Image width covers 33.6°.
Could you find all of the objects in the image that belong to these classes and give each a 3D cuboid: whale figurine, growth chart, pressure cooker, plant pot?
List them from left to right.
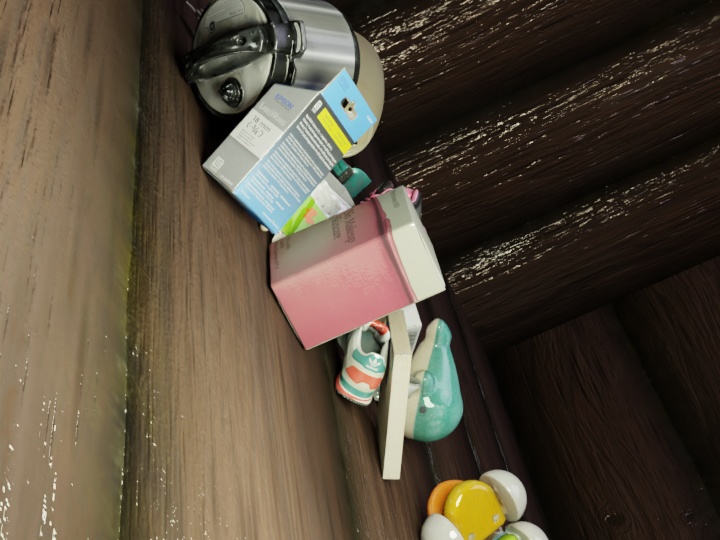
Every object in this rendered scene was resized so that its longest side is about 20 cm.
[{"bbox_3d":[-0.119,-0.271,1.523,0.200,0.176,0.179,-4,43,-47],"label":"pressure cooker"},{"bbox_3d":[-0.040,-0.045,1.641,0.200,0.018,0.145,40,59,-22],"label":"growth chart"},{"bbox_3d":[-0.042,-0.257,1.836,0.188,0.187,0.200,61,7,-29],"label":"plant pot"},{"bbox_3d":[0.125,0.182,1.941,0.159,0.103,0.201,46,58,-78],"label":"whale figurine"}]

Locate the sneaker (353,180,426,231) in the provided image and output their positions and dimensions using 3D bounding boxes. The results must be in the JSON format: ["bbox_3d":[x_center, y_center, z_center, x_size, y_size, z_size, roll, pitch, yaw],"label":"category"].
[{"bbox_3d":[0.019,-0.086,1.760,0.200,0.079,0.096,-7,106,-44],"label":"sneaker"}]

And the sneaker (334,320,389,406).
[{"bbox_3d":[0.013,0.096,1.650,0.070,0.094,0.200,25,29,-12],"label":"sneaker"}]

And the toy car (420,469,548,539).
[{"bbox_3d":[0.167,0.400,1.762,0.150,0.175,0.200,-11,-73,61],"label":"toy car"}]

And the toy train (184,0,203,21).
[{"bbox_3d":[-0.159,-0.325,1.718,0.200,0.115,0.085,56,35,-52],"label":"toy train"}]

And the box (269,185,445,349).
[{"bbox_3d":[-0.007,-0.005,1.534,0.128,0.199,0.109,-101,166,-63],"label":"box"}]

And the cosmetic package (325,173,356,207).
[{"bbox_3d":[-0.072,-0.137,1.838,0.200,0.051,0.083,48,-4,42],"label":"cosmetic package"}]

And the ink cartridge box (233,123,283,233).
[{"bbox_3d":[-0.142,-0.163,1.682,0.198,0.043,0.200,-104,169,-51],"label":"ink cartridge box"}]

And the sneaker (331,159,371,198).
[{"bbox_3d":[-0.034,-0.115,1.969,0.084,0.120,0.201,41,27,-70],"label":"sneaker"}]

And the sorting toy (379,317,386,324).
[{"bbox_3d":[0.022,0.017,1.901,0.200,0.036,0.186,114,-33,-45],"label":"sorting toy"}]

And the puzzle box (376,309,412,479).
[{"bbox_3d":[0.046,0.172,1.662,0.133,0.025,0.201,-96,-170,-64],"label":"puzzle box"}]

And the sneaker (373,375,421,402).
[{"bbox_3d":[0.027,0.114,1.828,0.200,0.088,0.074,60,11,-22],"label":"sneaker"}]

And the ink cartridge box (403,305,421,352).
[{"bbox_3d":[0.044,0.057,1.977,0.163,0.057,0.200,102,-18,-53],"label":"ink cartridge box"}]

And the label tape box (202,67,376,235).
[{"bbox_3d":[-0.084,-0.159,1.474,0.063,0.200,0.144,39,-5,25],"label":"label tape box"}]
